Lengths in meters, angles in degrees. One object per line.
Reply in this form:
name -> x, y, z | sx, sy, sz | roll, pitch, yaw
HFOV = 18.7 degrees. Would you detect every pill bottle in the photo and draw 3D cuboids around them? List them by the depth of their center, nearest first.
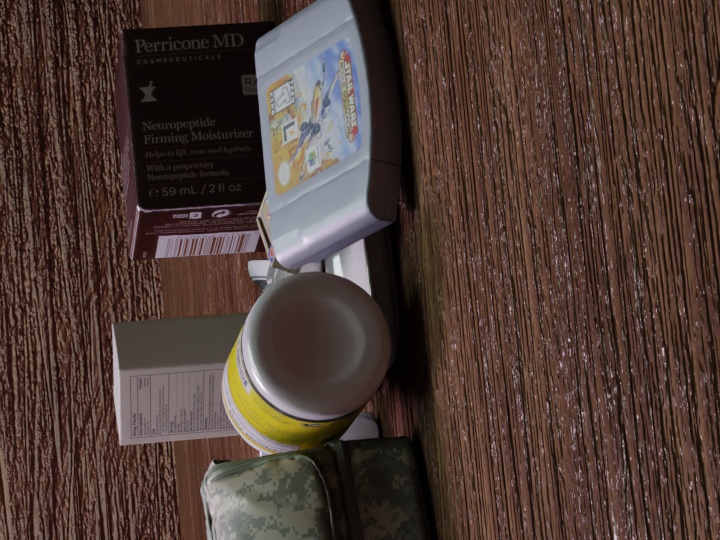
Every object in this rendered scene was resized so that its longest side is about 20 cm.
pill bottle -> -0.047, 0.081, 1.693 | 0.200, 0.112, 0.113 | 122, 144, -70

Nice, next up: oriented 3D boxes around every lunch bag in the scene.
lunch bag -> -0.033, 0.235, 1.658 | 0.140, 0.167, 0.201 | 107, 157, -63

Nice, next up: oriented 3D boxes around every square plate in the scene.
square plate -> 0.000, 0.000, 1.785 | 0.198, 0.028, 0.201 | 128, 138, -76

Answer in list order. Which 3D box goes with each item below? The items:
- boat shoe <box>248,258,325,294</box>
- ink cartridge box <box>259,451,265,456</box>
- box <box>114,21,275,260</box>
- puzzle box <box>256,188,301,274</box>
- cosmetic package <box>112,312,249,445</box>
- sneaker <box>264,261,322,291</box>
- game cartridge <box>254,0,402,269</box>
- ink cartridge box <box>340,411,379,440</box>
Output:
boat shoe -> -0.059, 0.022, 2.032 | 0.200, 0.070, 0.067 | -176, 84, -72
ink cartridge box -> -0.070, 0.205, 2.261 | 0.200, 0.050, 0.163 | -74, -13, -62
box -> -0.165, -0.132, 2.266 | 0.164, 0.165, 0.201 | 114, 150, -70
puzzle box -> -0.050, -0.080, 1.827 | 0.200, 0.025, 0.134 | -120, 48, -77
cosmetic package -> -0.136, 0.101, 2.091 | 0.073, 0.199, 0.104 | -104, 15, -49
sneaker -> -0.045, 0.055, 1.917 | 0.070, 0.080, 0.202 | -137, 51, -73
game cartridge -> -0.024, -0.116, 1.684 | 0.133, 0.041, 0.201 | -30, 59, 47
ink cartridge box -> -0.030, 0.228, 1.871 | 0.200, 0.084, 0.147 | 104, 159, -61
